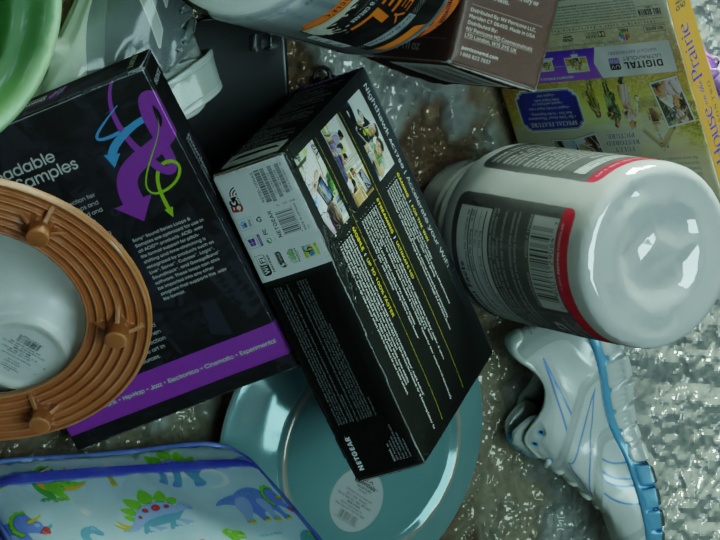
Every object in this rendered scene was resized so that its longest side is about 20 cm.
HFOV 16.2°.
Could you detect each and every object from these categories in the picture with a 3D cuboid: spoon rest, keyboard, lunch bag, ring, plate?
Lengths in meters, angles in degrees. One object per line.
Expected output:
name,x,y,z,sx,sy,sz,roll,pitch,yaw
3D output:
spoon rest,-0.220,0.005,1.393,0.200,0.099,0.061,33,34,-23
keyboard,-0.056,-0.056,1.523,0.127,0.021,0.200,-7,101,-30
lunch bag,-0.124,0.166,1.426,0.200,0.161,0.082,-1,122,-33
ring,-0.212,0.027,1.353,0.200,0.200,0.019,39,34,-30
plate,0.002,0.109,1.567,0.200,0.026,0.200,-9,106,-35

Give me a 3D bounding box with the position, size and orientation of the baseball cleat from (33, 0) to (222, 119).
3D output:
baseball cleat,-0.113,-0.155,1.440,0.106,0.070,0.200,27,92,-15

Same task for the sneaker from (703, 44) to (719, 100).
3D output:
sneaker,0.199,-0.127,1.621,0.080,0.088,0.200,-59,136,-60

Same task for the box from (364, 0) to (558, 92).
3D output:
box,0.077,-0.214,1.538,0.075,0.100,0.200,16,87,-33

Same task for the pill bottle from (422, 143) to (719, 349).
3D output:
pill bottle,0.119,-0.019,1.530,0.111,0.200,0.111,-5,100,-31

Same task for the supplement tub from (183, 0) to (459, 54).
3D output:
supplement tub,-0.021,-0.186,1.410,0.200,0.122,0.123,4,95,-63

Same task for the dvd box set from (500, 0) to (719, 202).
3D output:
dvd box set,0.163,-0.083,1.582,0.029,0.146,0.200,-36,114,-42

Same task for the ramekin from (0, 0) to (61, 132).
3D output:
ramekin,-0.265,-0.141,1.311,0.200,0.098,0.200,6,78,-28

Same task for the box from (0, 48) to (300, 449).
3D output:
box,-0.138,-0.010,1.423,0.143,0.036,0.200,-21,114,13

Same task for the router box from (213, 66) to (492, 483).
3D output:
router box,0.000,0.000,1.469,0.200,0.051,0.149,66,26,-15

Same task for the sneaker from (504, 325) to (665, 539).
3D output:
sneaker,0.140,0.112,1.650,0.087,0.075,0.200,-19,109,-5
